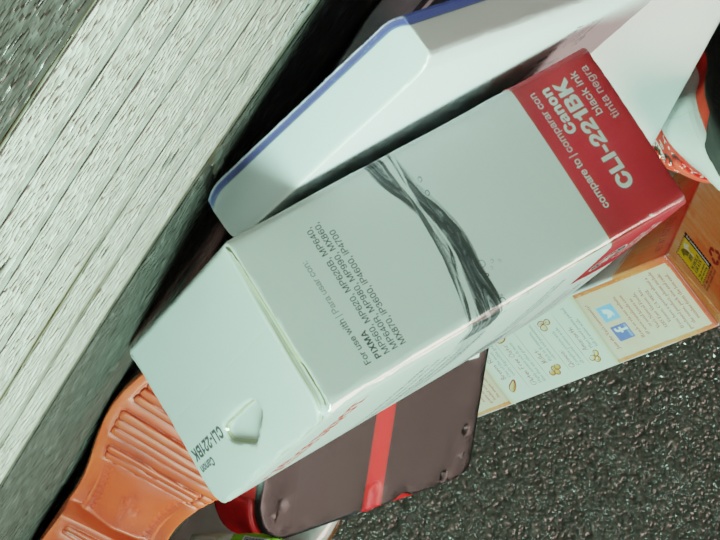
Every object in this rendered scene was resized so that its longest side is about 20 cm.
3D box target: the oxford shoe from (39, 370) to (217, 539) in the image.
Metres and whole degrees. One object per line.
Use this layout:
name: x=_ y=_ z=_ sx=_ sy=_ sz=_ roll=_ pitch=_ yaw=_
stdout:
oxford shoe: x=-0.090 y=0.080 z=1.379 sx=0.200 sy=0.071 sz=0.073 roll=-49 pitch=-170 yaw=28

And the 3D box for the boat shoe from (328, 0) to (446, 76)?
boat shoe: x=0.028 y=-0.091 z=1.392 sx=0.070 sy=0.066 sz=0.200 roll=-59 pitch=176 yaw=38

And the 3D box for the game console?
game console: x=0.004 y=0.029 z=1.450 sx=0.177 sy=0.031 sz=0.200 roll=-16 pitch=122 yaw=-47

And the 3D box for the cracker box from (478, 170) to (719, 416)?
cracker box: x=0.127 y=0.002 z=1.675 sx=0.200 sy=0.058 sz=0.134 roll=-24 pitch=-156 yaw=37

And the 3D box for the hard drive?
hard drive: x=0.038 y=-0.080 z=1.250 sx=0.132 sy=0.025 sz=0.200 roll=-41 pitch=169 yaw=36

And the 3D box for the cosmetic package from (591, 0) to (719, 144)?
cosmetic package: x=0.105 y=-0.097 z=1.539 sx=0.101 sy=0.071 sz=0.200 roll=4 pitch=123 yaw=-40

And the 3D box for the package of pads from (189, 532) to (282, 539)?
package of pads: x=-0.059 y=0.244 z=1.397 sx=0.155 sy=0.068 sz=0.200 roll=-55 pitch=133 yaw=-37

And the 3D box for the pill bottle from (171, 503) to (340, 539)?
pill bottle: x=-0.063 y=0.116 z=1.634 sx=0.114 sy=0.114 sz=0.200 roll=-57 pitch=177 yaw=-5

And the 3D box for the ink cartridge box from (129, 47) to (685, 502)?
ink cartridge box: x=0.017 y=0.004 z=1.262 sx=0.200 sy=0.084 sz=0.144 roll=-30 pitch=174 yaw=-28

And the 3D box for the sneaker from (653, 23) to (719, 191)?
sneaker: x=0.171 y=-0.071 z=1.599 sx=0.108 sy=0.067 sz=0.201 roll=-54 pitch=-149 yaw=28
